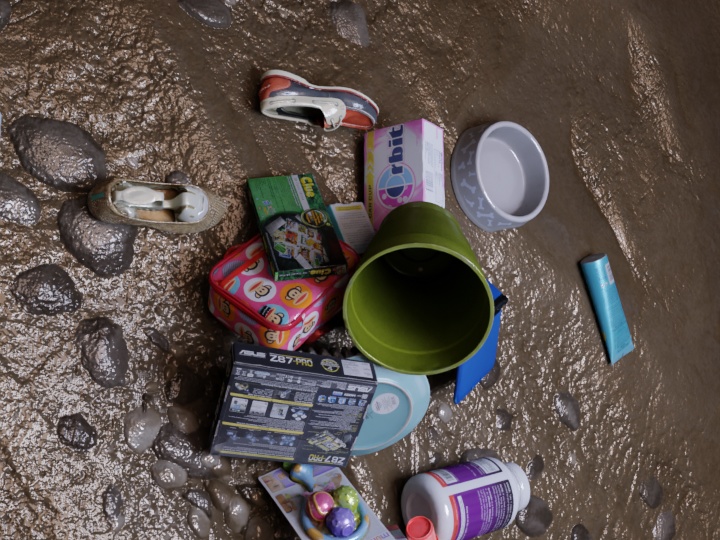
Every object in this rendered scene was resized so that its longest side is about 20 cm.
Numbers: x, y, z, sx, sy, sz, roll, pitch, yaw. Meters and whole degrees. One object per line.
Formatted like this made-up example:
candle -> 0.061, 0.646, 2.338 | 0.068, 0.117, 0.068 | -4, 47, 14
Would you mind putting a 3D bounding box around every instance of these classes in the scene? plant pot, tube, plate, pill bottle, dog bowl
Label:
plant pot -> 0.081, 0.003, 1.251 | 0.200, 0.199, 0.194 | 43, 25, -20
tube -> 0.468, 0.070, 1.700 | 0.077, 0.050, 0.203 | -25, 101, -30
plate -> 0.008, 0.201, 1.288 | 0.198, 0.201, 0.026 | 23, 27, -28
pill bottle -> 0.167, 0.356, 1.401 | 0.197, 0.112, 0.115 | -5, 84, -34
dog bowl -> 0.251, -0.168, 1.584 | 0.197, 0.058, 0.205 | 7, 77, -33

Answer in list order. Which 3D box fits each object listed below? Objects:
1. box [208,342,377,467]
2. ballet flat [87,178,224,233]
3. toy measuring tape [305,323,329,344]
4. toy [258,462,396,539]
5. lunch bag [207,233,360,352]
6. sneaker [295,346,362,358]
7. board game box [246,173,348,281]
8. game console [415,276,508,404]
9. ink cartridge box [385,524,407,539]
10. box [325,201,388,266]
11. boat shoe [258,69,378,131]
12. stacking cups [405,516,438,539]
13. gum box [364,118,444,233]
box -> -0.092, 0.185, 1.208 | 0.196, 0.049, 0.164 | 9, 120, -16
ballet flat -> -0.263, -0.088, 1.213 | 0.197, 0.065, 0.072 | -3, 83, -35
toy measuring tape -> -0.050, 0.053, 1.330 | 0.199, 0.073, 0.075 | -32, 99, -34
toy -> -0.043, 0.313, 1.221 | 0.114, 0.200, 0.048 | -15, 127, -31
lunch bag -> -0.113, 0.012, 1.256 | 0.175, 0.083, 0.200 | 31, 47, 22
sneaker -> -0.038, 0.151, 1.296 | 0.195, 0.075, 0.083 | 0, 90, -2
board game box -> -0.092, -0.064, 1.264 | 0.103, 0.024, 0.202 | -7, 45, -15
game console -> 0.155, 0.088, 1.451 | 0.170, 0.119, 0.199 | 43, 26, 11
ink cartridge box -> 0.043, 0.434, 1.246 | 0.066, 0.200, 0.119 | -10, 86, -6
box -> 0.000, 0.000, 1.351 | 0.082, 0.049, 0.203 | -8, 73, -51
boat shoe -> -0.062, -0.245, 1.371 | 0.197, 0.071, 0.064 | 13, 60, -26
stacking cups -> 0.096, 0.435, 1.318 | 0.061, 0.060, 0.202 | -44, 134, -31
gum box -> 0.068, -0.132, 1.409 | 0.066, 0.112, 0.205 | 14, 73, -53
